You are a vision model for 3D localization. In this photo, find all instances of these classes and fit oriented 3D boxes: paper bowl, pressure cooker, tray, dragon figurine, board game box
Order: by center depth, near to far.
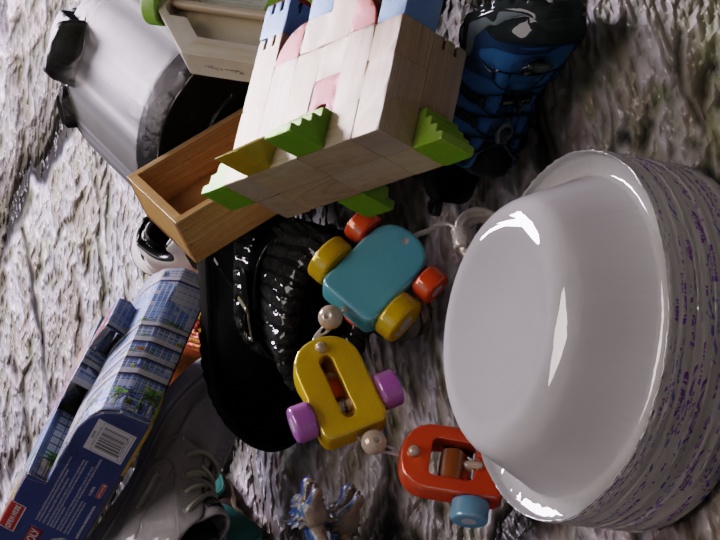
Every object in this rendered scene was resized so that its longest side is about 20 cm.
[{"bbox_3d":[0.117,0.035,1.271,0.201,0.104,0.201,-32,54,59],"label":"paper bowl"},{"bbox_3d":[-0.011,0.232,1.513,0.099,0.059,0.201,-160,69,-64],"label":"dragon figurine"},{"bbox_3d":[-0.045,-0.083,1.550,0.099,0.200,0.037,39,157,59],"label":"tray"},{"bbox_3d":[-0.177,0.088,1.673,0.200,0.062,0.200,-57,10,41],"label":"board game box"},{"bbox_3d":[-0.117,-0.132,1.679,0.178,0.176,0.200,-38,41,-9],"label":"pressure cooker"}]

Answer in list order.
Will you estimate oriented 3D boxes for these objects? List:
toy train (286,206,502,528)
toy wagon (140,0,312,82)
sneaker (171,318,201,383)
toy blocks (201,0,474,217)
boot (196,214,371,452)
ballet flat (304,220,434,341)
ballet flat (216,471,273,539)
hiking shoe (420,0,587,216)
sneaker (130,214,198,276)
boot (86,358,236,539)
[{"bbox_3d":[0.033,0.060,1.429,0.056,0.150,0.201,98,176,-64],"label":"toy train"},{"bbox_3d":[-0.047,-0.209,1.563,0.040,0.155,0.200,68,-140,-52],"label":"toy wagon"},{"bbox_3d":[-0.127,0.060,1.817,0.200,0.073,0.077,-1,104,67],"label":"sneaker"},{"bbox_3d":[-0.004,-0.117,1.416,0.200,0.100,0.137,-16,55,50],"label":"toy blocks"},{"bbox_3d":[-0.044,0.053,1.568,0.158,0.079,0.212,36,143,53],"label":"boot"},{"bbox_3d":[0.000,0.000,1.584,0.200,0.046,0.068,20,129,61],"label":"ballet flat"},{"bbox_3d":[-0.114,0.192,1.739,0.200,0.070,0.066,-135,35,-63],"label":"ballet flat"},{"bbox_3d":[0.086,-0.101,1.423,0.200,0.074,0.087,139,124,-66],"label":"hiking shoe"},{"bbox_3d":[-0.144,-0.031,1.843,0.200,0.080,0.074,170,104,-64],"label":"sneaker"},{"bbox_3d":[-0.115,0.156,1.655,0.095,0.074,0.200,14,72,49],"label":"boot"}]
